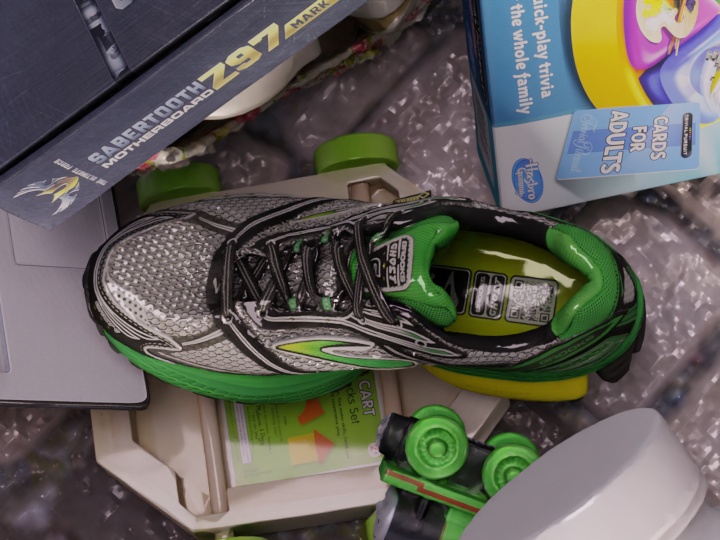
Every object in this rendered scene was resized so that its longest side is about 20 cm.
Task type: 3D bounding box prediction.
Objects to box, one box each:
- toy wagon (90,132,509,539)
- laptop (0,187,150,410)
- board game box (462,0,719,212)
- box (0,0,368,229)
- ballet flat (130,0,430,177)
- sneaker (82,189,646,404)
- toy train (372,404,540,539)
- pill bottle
[{"bbox_3d":[-0.002,0.029,1.041,0.198,0.040,0.156,-9,74,3],"label":"toy wagon"},{"bbox_3d":[-0.160,-0.062,0.970,0.199,0.116,0.188,3,58,-27],"label":"laptop"},{"bbox_3d":[0.135,-0.109,0.993,0.199,0.152,0.047,-12,40,-3],"label":"board game box"},{"bbox_3d":[-0.094,-0.139,0.954,0.157,0.051,0.201,-34,63,17],"label":"box"},{"bbox_3d":[-0.022,-0.093,1.044,0.200,0.064,0.076,-38,117,-19],"label":"ballet flat"},{"bbox_3d":[0.000,0.000,0.984,0.198,0.085,0.079,-1,73,6],"label":"sneaker"},{"bbox_3d":[0.094,0.103,0.986,0.199,0.042,0.057,20,94,-2],"label":"toy train"},{"bbox_3d":[0.120,0.149,0.918,0.111,0.111,0.201,-36,98,-4],"label":"pill bottle"}]
